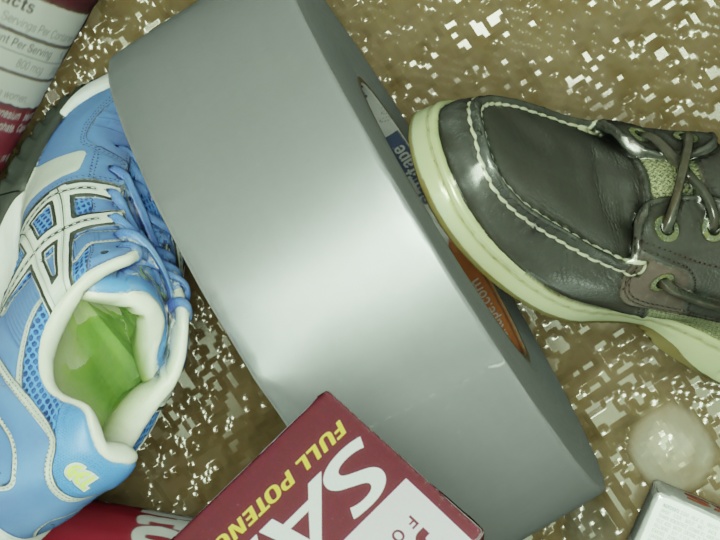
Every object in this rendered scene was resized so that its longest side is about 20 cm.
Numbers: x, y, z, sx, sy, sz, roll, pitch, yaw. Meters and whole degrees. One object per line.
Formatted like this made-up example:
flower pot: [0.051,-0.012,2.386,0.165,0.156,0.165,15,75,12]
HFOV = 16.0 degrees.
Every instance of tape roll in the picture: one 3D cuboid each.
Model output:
tape roll: [0.000,0.000,0.815,0.066,0.200,0.201,-31,95,7]

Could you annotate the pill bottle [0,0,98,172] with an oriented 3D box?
pill bottle: [-0.156,-0.086,0.852,0.114,0.114,0.200,30,97,-2]

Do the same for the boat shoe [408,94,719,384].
boat shoe: [0.098,-0.017,0.819,0.066,0.201,0.072,-31,53,31]

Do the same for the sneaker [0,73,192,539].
sneaker: [-0.082,0.009,0.835,0.077,0.201,0.076,-22,129,35]

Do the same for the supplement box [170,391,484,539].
supplement box: [-0.024,0.122,0.720,0.061,0.200,0.109,41,72,16]

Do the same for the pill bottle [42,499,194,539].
pill bottle: [-0.054,0.142,0.880,0.199,0.113,0.113,10,98,0]

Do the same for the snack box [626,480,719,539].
snack box: [0.182,0.148,0.917,0.199,0.024,0.072,24,97,-1]
